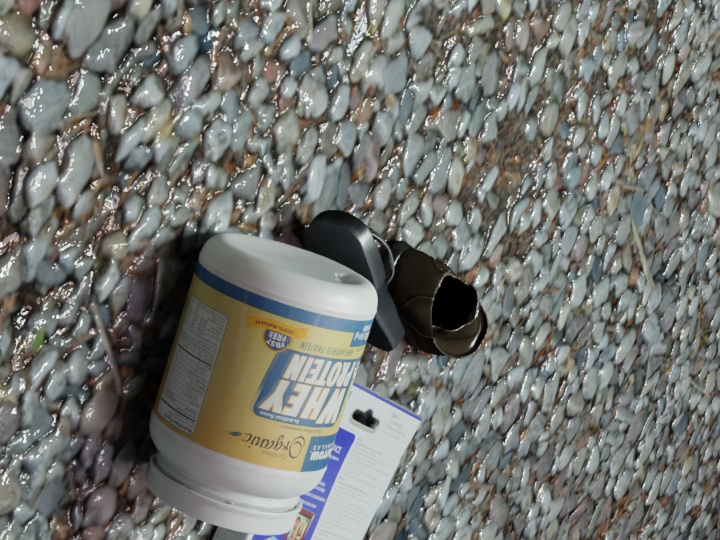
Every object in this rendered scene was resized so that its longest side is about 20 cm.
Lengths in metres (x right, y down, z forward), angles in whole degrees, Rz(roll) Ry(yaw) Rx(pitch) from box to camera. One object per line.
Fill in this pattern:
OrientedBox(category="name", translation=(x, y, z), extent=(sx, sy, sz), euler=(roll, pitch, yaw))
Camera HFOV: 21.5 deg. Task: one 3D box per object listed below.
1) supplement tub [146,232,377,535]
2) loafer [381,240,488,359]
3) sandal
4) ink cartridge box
OrientedBox(category="supplement tub", translation=(-0.079, 0.086, 1.458), extent=(0.144, 0.144, 0.202), euler=(3, 107, -58))
OrientedBox(category="loafer", translation=(0.077, 0.040, 1.749), extent=(0.074, 0.071, 0.200), euler=(-63, 149, -6))
OrientedBox(category="sandal", translation=(0.000, 0.000, 1.606), extent=(0.043, 0.076, 0.201), euler=(-53, 157, -18))
OrientedBox(category="ink cartridge box", translation=(-0.041, 0.194, 1.694), extent=(0.197, 0.047, 0.202), euler=(33, 79, -58))
